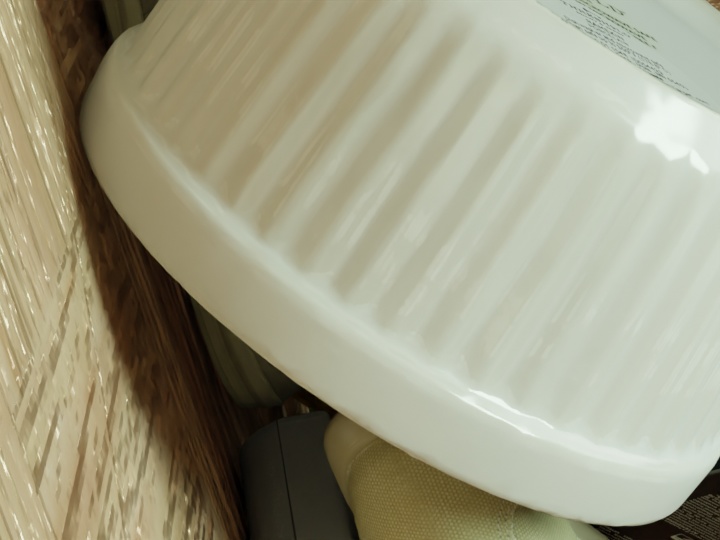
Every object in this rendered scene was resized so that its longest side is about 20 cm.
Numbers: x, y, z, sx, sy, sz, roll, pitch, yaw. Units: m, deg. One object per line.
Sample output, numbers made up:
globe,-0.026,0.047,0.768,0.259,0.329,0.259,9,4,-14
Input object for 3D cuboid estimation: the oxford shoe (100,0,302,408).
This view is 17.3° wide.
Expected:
oxford shoe,-0.044,-0.057,0.749,0.075,0.057,0.201,-65,137,-82

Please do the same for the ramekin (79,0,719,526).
ramekin,0.035,-0.036,0.634,0.199,0.105,0.200,31,18,-11

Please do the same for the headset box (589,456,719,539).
headset box,0.117,0.029,0.775,0.200,0.077,0.150,-35,-148,63

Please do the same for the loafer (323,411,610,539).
loafer,0.042,0.105,0.698,0.200,0.075,0.069,55,17,-49

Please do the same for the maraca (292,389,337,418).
maraca,0.000,0.000,0.862,0.200,0.106,0.138,148,-70,-66

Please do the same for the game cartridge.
game cartridge,0.006,0.149,0.745,0.134,0.040,0.201,-97,170,-54
